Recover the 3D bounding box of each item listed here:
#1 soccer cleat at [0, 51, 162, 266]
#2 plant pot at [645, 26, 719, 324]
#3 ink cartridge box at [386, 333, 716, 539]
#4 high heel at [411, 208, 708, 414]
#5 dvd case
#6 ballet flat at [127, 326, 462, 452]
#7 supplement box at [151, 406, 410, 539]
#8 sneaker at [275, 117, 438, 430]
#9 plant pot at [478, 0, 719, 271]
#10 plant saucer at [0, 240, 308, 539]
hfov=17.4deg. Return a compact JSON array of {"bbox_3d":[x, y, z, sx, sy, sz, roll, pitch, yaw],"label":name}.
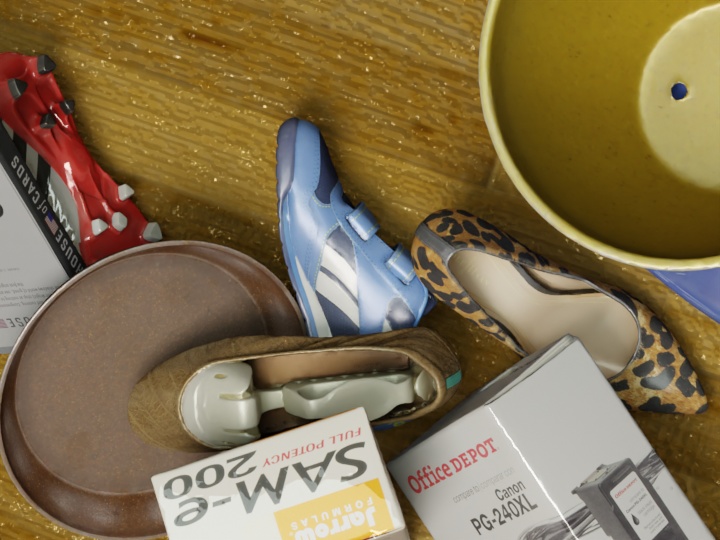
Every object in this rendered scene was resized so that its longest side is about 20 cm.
[{"bbox_3d":[-0.188,-0.040,1.454,0.085,0.069,0.201,-19,105,40],"label":"soccer cleat"},{"bbox_3d":[0.202,-0.085,1.331,0.179,0.200,0.201,29,96,13],"label":"plant pot"},{"bbox_3d":[0.121,0.156,1.367,0.083,0.145,0.201,-33,87,-30],"label":"ink cartridge box"},{"bbox_3d":[0.117,0.033,1.370,0.199,0.143,0.072,33,96,5],"label":"high heel"},{"bbox_3d":[-0.247,-0.028,1.400,0.149,0.025,0.201,-4,131,29],"label":"dvd case"},{"bbox_3d":[-0.039,0.073,1.361,0.198,0.072,0.068,-5,101,1],"label":"ballet flat"},{"bbox_3d":[-0.041,0.142,1.349,0.125,0.200,0.074,-18,79,-2],"label":"supplement box"},{"bbox_3d":[0.000,0.000,1.424,0.082,0.074,0.201,-17,98,7],"label":"sneaker"},{"bbox_3d":[0.173,-0.094,1.167,0.198,0.142,0.202,-2,84,19],"label":"plant pot"},{"bbox_3d":[-0.126,0.068,1.416,0.199,0.034,0.202,-11,119,-20],"label":"plant saucer"}]
